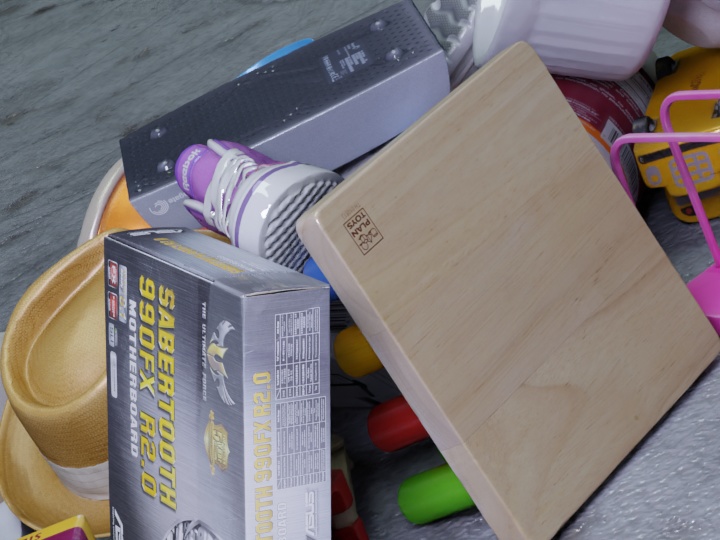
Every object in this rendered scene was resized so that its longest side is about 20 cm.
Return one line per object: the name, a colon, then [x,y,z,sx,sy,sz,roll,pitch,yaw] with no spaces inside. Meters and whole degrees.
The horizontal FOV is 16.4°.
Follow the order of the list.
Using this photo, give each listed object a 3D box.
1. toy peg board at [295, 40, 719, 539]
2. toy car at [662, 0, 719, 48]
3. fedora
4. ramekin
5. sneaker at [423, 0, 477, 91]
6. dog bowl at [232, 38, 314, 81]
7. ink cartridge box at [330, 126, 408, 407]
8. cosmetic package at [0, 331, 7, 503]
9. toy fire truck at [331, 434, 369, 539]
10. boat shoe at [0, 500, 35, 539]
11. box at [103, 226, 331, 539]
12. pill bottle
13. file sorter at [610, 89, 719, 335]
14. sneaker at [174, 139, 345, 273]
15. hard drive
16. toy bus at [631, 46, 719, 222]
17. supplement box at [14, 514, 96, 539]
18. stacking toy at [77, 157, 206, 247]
toy peg board: [0.058,0.022,1.298,0.098,0.200,0.200,-27,10,47]
toy car: [0.277,-0.210,1.523,0.176,0.149,0.200,-58,2,-10]
fedora: [-0.135,0.045,1.354,0.199,0.082,0.202,-18,47,20]
ramekin: [0.137,-0.210,1.513,0.097,0.202,0.201,12,19,-5]
sneaker: [0.047,-0.088,1.665,0.200,0.082,0.075,-54,34,13]
dog bowl: [-0.026,-0.106,1.623,0.199,0.050,0.112,-10,32,49]
ink cartridge box: [0.000,0.000,1.473,0.199,0.084,0.147,-3,65,46]
cosmetic package: [-0.261,0.129,1.503,0.087,0.104,0.200,-4,28,47]
toy fire truck: [-0.055,0.119,1.365,0.140,0.049,0.200,-17,18,17]
boat shoe: [-0.204,0.177,1.351,0.065,0.072,0.200,-28,18,0]
box: [-0.071,0.091,1.208,0.048,0.202,0.158,-7,15,-28]
pill bottle: [0.132,-0.080,1.590,0.113,0.115,0.200,-14,20,24]
file sorter: [0.257,-0.065,1.383,0.200,0.126,0.139,-34,22,-30]
sneaker: [-0.060,-0.031,1.315,0.114,0.073,0.200,26,0,14]
hard drive: [-0.044,-0.089,1.471,0.199,0.043,0.135,-26,22,1]
toy bus: [0.222,-0.092,1.571,0.065,0.079,0.200,-14,20,20]
supplement box: [-0.175,0.216,1.154,0.130,0.104,0.200,-20,19,6]
stacking toy: [-0.075,0.000,1.657,0.199,0.147,0.146,11,34,27]
